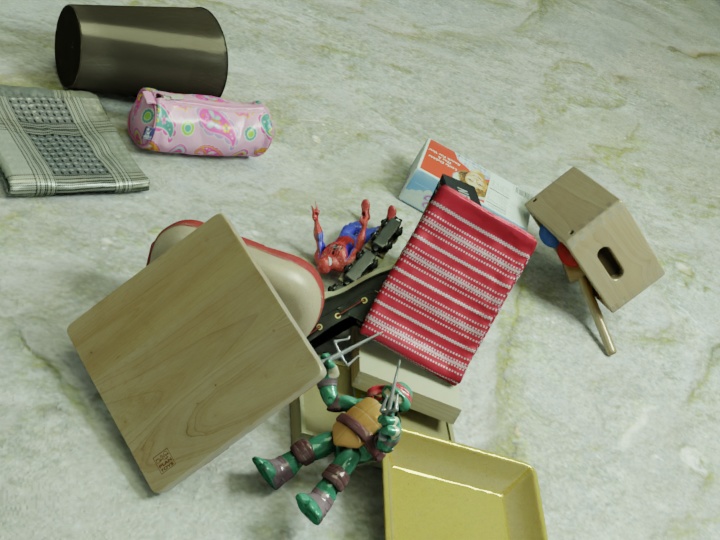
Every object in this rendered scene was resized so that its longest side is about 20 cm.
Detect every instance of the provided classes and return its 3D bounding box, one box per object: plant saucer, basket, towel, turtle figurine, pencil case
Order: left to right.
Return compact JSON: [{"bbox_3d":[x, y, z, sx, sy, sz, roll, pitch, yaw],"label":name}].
[{"bbox_3d":[-0.383,-0.169,1.238,0.192,0.035,0.200,-7,49,-41],"label":"towel"},{"bbox_3d":[-0.312,-0.306,1.378,0.200,0.136,0.180,-5,34,-35],"label":"basket"},{"bbox_3d":[-0.219,-0.203,1.360,0.200,0.088,0.088,1,45,-38],"label":"pencil case"},{"bbox_3d":[-0.006,0.159,1.008,0.200,0.101,0.150,-44,34,-21],"label":"turtle figurine"},{"bbox_3d":[0.105,0.018,1.144,0.144,0.200,0.022,30,-2,-16],"label":"towel"},{"bbox_3d":[0.103,0.276,1.038,0.200,0.048,0.200,19,42,-18],"label":"plant saucer"}]

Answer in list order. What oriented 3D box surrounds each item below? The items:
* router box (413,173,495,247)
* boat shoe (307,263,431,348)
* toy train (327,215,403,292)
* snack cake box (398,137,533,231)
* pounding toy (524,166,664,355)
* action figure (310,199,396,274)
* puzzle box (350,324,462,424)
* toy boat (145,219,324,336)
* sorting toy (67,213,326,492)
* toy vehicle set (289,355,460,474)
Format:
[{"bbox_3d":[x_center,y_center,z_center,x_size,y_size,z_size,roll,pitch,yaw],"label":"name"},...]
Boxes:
[{"bbox_3d":[0.104,-0.018,1.278,0.052,0.158,0.200,22,22,-11],"label":"router box"},{"bbox_3d":[0.000,0.042,1.167,0.201,0.074,0.063,-23,74,-2],"label":"boat shoe"},{"bbox_3d":[0.000,0.000,1.270,0.034,0.046,0.200,32,55,8],"label":"toy train"},{"bbox_3d":[0.170,-0.116,1.564,0.200,0.067,0.115,29,37,-4],"label":"snack cake box"},{"bbox_3d":[0.354,-0.016,1.499,0.200,0.142,0.184,51,4,-28],"label":"pounding toy"},{"bbox_3d":[-0.012,-0.065,1.336,0.065,0.099,0.200,12,33,19],"label":"action figure"},{"bbox_3d":[0.052,0.101,1.207,0.133,0.025,0.200,22,24,-11],"label":"puzzle box"},{"bbox_3d":[-0.136,0.009,1.112,0.200,0.131,0.131,21,29,1],"label":"toy boat"},{"bbox_3d":[-0.158,0.084,0.984,0.199,0.200,0.070,55,4,20],"label":"sorting toy"},{"bbox_3d":[0.015,0.168,1.131,0.200,0.027,0.124,17,37,-20],"label":"toy vehicle set"}]
